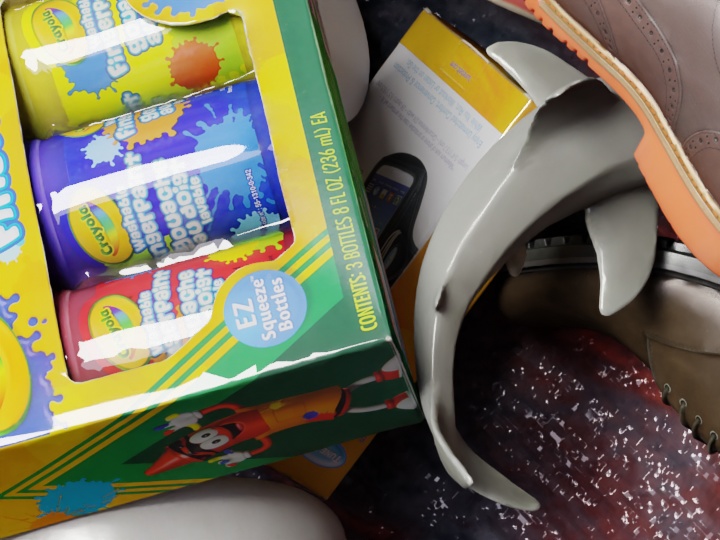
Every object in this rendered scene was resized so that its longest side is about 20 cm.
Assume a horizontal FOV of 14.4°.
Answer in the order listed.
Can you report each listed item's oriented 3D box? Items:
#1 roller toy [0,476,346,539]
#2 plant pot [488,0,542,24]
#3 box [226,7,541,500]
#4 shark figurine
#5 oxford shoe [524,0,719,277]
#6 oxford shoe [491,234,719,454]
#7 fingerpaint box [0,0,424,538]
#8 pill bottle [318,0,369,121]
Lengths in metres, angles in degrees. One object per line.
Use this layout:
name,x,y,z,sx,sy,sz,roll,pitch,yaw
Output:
roller toy,-0.083,0.167,1.089,0.200,0.182,0.140,-23,68,31
plant pot,0.075,-0.198,1.103,0.200,0.200,0.177,35,105,30
box,0.000,0.000,1.141,0.200,0.041,0.119,-55,29,8
shark figurine,0.064,-0.024,1.008,0.128,0.090,0.214,37,69,14
oxford shoe,0.111,-0.094,0.975,0.200,0.071,0.073,58,136,15
oxford shoe,0.131,0.032,1.075,0.200,0.073,0.084,13,91,32
fingerpaint box,-0.083,-0.023,1.036,0.167,0.073,0.200,-15,61,4
pill bottle,-0.101,-0.076,1.194,0.200,0.109,0.109,-14,71,29
